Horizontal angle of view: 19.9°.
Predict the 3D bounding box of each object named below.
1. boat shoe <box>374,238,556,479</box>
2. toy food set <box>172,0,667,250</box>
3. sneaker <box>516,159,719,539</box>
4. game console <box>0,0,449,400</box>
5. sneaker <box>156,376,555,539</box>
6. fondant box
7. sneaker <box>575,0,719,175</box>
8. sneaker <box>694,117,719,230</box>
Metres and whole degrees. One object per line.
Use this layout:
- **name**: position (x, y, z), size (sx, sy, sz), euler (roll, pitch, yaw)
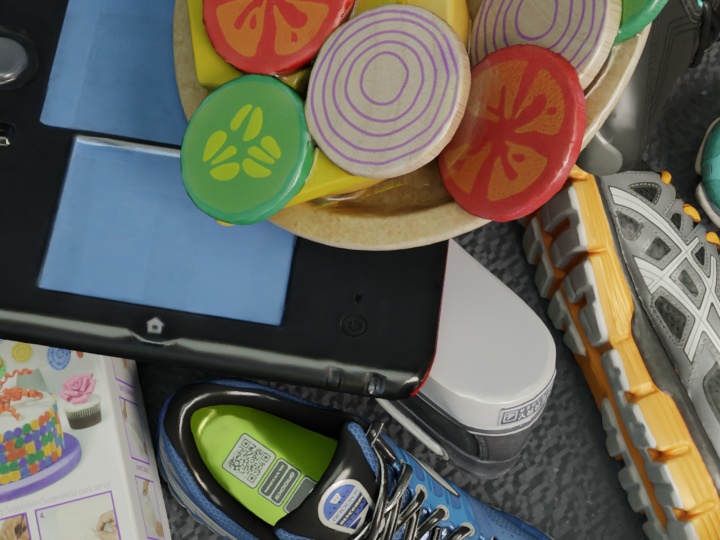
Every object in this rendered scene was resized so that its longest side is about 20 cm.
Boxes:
- **boat shoe**: position (0.000, 0.000, 0.810), size (0.072, 0.068, 0.200), euler (-29, 60, -30)
- **toy food set**: position (0.016, -0.101, 0.720), size (0.199, 0.049, 0.199), euler (-17, 69, 23)
- **sneaker**: position (0.119, 0.011, 0.804), size (0.077, 0.078, 0.201), euler (-19, 83, -11)
- **game console**: position (-0.063, -0.042, 0.769), size (0.199, 0.031, 0.178), euler (9, 52, 0)
- **sneaker**: position (0.004, 0.103, 0.777), size (0.199, 0.089, 0.079), euler (27, 82, 9)
- **fondant box**: position (-0.152, 0.092, 0.797), size (0.143, 0.058, 0.201), euler (-15, 78, 8)
- **sneaker**: position (0.127, -0.123, 0.760), size (0.079, 0.075, 0.201), euler (18, 70, 2)
- **sneaker**: position (0.231, -0.039, 0.800), size (0.199, 0.080, 0.078), euler (6, 78, 5)
